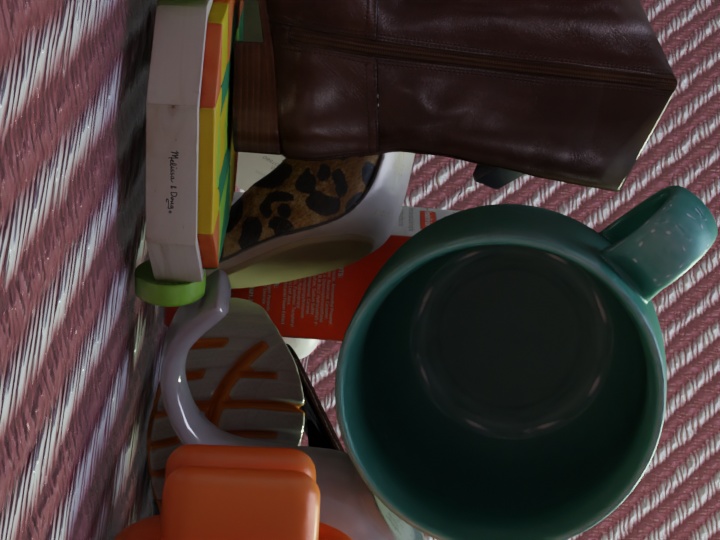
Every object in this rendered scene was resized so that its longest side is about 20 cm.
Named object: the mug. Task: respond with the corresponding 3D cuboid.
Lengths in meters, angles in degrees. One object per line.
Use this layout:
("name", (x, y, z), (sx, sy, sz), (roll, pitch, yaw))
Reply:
("mug", (0.085, 0.042, 0.948), (0.114, 0.184, 0.153), (-58, 139, -76))

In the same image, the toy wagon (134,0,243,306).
("toy wagon", (-0.076, -0.084, 0.909), (0.200, 0.039, 0.156), (-85, 178, -65))

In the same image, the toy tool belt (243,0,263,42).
("toy tool belt", (-0.044, -0.195, 1.007), (0.123, 0.124, 0.201), (52, -29, 33))

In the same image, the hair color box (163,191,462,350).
("hair color box", (0.000, 0.000, 1.063), (0.111, 0.199, 0.064), (-79, 173, -80))

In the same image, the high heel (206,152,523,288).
("high heel", (-0.021, -0.079, 0.983), (0.071, 0.199, 0.143), (30, 40, -67))

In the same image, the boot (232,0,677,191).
("boot", (0.046, -0.134, 0.895), (0.064, 0.199, 0.188), (-87, -179, -79))

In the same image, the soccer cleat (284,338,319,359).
("soccer cleat", (-0.065, -0.028, 1.650), (0.086, 0.069, 0.201), (28, 62, -72))

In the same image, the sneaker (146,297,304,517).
("sneaker", (-0.077, 0.111, 1.011), (0.077, 0.078, 0.201), (-139, -126, -72))

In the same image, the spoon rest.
("spoon rest", (-0.032, 0.094, 0.937), (0.200, 0.060, 0.100), (54, 15, -21))

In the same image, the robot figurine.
("robot figurine", (-0.057, 0.179, 0.854), (0.143, 0.116, 0.201), (13, -77, 46))

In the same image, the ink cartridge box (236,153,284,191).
("ink cartridge box", (0.000, -0.141, 1.163), (0.200, 0.084, 0.147), (-31, -136, 42))

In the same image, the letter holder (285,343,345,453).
("letter holder", (-0.029, 0.085, 1.147), (0.143, 0.100, 0.200), (63, -6, 7))
